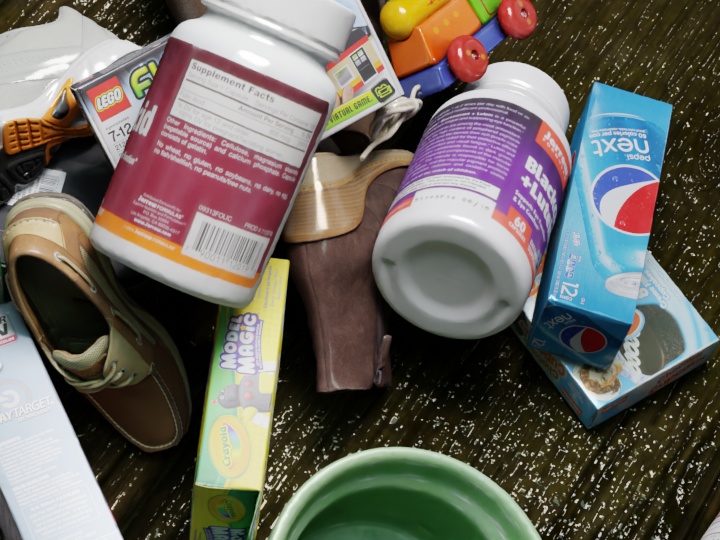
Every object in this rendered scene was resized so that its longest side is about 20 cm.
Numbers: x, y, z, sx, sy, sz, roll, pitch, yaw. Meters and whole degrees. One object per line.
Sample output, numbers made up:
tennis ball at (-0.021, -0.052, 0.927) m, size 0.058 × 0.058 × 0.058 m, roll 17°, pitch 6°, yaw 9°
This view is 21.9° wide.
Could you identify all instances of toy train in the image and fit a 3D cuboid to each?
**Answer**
toy train at (0.032, -0.176, 1.336) m, size 0.200 × 0.084 × 0.116 m, roll -42°, pitch 106°, yaw -40°

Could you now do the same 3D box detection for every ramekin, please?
ramekin at (0.018, 0.220, 1.166) m, size 0.199 × 0.098 × 0.201 m, roll 9°, pitch 64°, yaw -19°

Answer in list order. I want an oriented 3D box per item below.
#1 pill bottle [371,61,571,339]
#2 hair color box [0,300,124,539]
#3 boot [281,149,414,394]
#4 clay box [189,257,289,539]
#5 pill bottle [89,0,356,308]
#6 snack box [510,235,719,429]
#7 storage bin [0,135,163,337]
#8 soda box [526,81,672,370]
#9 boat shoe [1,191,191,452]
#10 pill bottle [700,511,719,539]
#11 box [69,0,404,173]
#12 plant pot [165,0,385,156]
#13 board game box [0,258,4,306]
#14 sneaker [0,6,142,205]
pill bottle at (0.087, -0.057, 1.311) m, size 0.111 × 0.112 × 0.201 m, roll 20°, pitch 45°, yaw 4°
hair color box at (-0.212, 0.132, 1.209) m, size 0.060 × 0.099 × 0.201 m, roll -21°, pitch 64°, yaw -18°
boot at (0.000, 0.000, 1.334) m, size 0.072 × 0.200 × 0.168 m, roll -7°, pitch 91°, yaw 23°
clay box at (-0.083, 0.104, 1.237) m, size 0.047 × 0.115 × 0.201 m, roll 8°, pitch 57°, yaw -2°
pill bottle at (-0.084, -0.088, 1.177) m, size 0.114 × 0.114 × 0.201 m, roll 23°, pitch 93°, yaw 7°
snack box at (0.158, 0.008, 1.377) m, size 0.116 × 0.037 × 0.200 m, roll -27°, pitch 66°, yaw -22°
storage bin at (-0.233, -0.036, 1.315) m, size 0.199 × 0.094 × 0.136 m, roll 11°, pitch 57°, yaw -1°
soda box at (0.174, -0.034, 1.342) m, size 0.064 × 0.068 × 0.201 m, roll 16°, pitch 56°, yaw 0°
boat shoe at (-0.179, 0.046, 1.221) m, size 0.075 × 0.201 × 0.074 m, roll -21°, pitch 29°, yaw 17°
pill bottle at (0.278, 0.201, 1.230) m, size 0.113 × 0.113 × 0.200 m, roll 34°, pitch 60°, yaw 13°
box at (-0.082, -0.120, 1.251) m, size 0.199 × 0.035 × 0.111 m, roll -30°, pitch 105°, yaw -8°
plant pot at (-0.057, -0.180, 1.397) m, size 0.186 × 0.187 × 0.201 m, roll -8°, pitch 75°, yaw -13°
board game box at (-0.296, 0.030, 1.201) m, size 0.134 × 0.200 × 0.029 m, roll -26°, pitch 64°, yaw -23°
sneaker at (-0.244, -0.113, 1.272) m, size 0.092 × 0.076 × 0.200 m, roll 38°, pitch 53°, yaw 24°
